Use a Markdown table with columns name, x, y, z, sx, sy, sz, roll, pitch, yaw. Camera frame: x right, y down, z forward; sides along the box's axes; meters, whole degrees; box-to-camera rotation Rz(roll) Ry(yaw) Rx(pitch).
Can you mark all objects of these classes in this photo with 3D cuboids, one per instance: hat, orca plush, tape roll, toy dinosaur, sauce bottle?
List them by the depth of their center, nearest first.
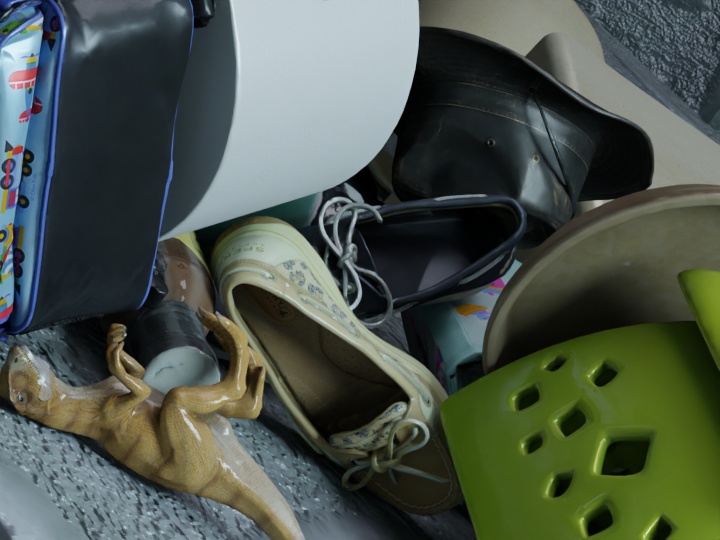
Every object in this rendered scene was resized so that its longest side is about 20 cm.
| name | x | y | z | sx | sy | sz | roll | pitch | yaw |
| --- | --- | --- | --- | --- | --- | --- | --- | --- | --- |
| toy dinosaur | -0.074 | 0.081 | 1.065 | 0.200 | 0.106 | 0.060 | 32 | -12 | -12 |
| tape roll | -0.089 | -0.123 | 1.149 | 0.203 | 0.203 | 0.139 | 45 | 37 | 21 |
| sauce bottle | -0.109 | 0.006 | 1.187 | 0.065 | 0.065 | 0.200 | 31 | 20 | -29 |
| hat | 0.071 | -0.060 | 1.372 | 0.200 | 0.081 | 0.201 | 20 | -17 | 6 |
| orca plush | -0.008 | -0.027 | 1.432 | 0.071 | 0.106 | 0.200 | 15 | -8 | -7 |

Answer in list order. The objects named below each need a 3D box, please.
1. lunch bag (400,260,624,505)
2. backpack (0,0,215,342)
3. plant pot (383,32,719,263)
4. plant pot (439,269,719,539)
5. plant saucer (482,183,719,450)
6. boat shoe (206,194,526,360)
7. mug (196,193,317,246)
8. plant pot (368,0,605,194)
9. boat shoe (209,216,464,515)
| name | x | y | z | sx | sy | sz | roll | pitch | yaw |
| --- | --- | --- | --- | --- | --- | --- | --- | --- | --- |
| lunch bag | 0.101 | 0.074 | 1.378 | 0.200 | 0.122 | 0.171 | 39 | 15 | -24 |
| backpack | -0.183 | -0.082 | 1.060 | 0.200 | 0.183 | 0.134 | 30 | 30 | 34 |
| plant pot | 0.153 | -0.006 | 1.614 | 0.200 | 0.200 | 0.177 | 32 | 27 | -26 |
| plant pot | 0.181 | 0.132 | 1.177 | 0.199 | 0.181 | 0.200 | 42 | 19 | -39 |
| plant saucer | 0.160 | 0.024 | 1.217 | 0.200 | 0.200 | 0.030 | 28 | 35 | -35 |
| boat shoe | 0.000 | 0.000 | 1.273 | 0.199 | 0.062 | 0.075 | -10 | 72 | -21 |
| mug | -0.076 | -0.103 | 1.364 | 0.114 | 0.152 | 0.186 | 15 | 48 | -8 |
| plant pot | 0.078 | -0.127 | 1.826 | 0.187 | 0.187 | 0.200 | 40 | 30 | 4 |
| boat shoe | -0.011 | 0.063 | 1.207 | 0.200 | 0.073 | 0.063 | 48 | 18 | -20 |
